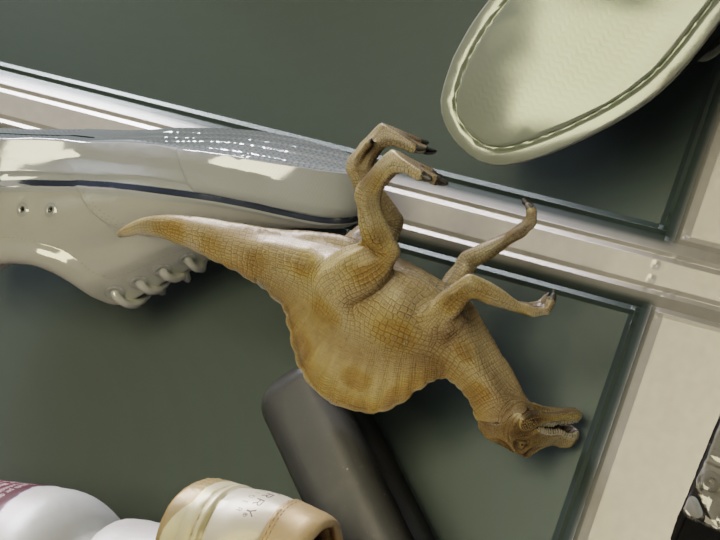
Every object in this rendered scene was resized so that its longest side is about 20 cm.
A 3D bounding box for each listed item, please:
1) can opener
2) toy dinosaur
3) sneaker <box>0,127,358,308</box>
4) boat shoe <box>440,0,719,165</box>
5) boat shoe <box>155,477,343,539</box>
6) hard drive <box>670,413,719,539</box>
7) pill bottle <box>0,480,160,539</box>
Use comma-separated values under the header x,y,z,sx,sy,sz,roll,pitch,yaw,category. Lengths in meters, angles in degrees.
x,y,z,sx,sy,sz,roll,pitch,yaw,category
0.004,0.133,0.864,0.067,0.053,0.201,-34,61,12,can opener
0.000,0.000,0.865,0.199,0.058,0.102,28,104,10,toy dinosaur
-0.085,-0.022,0.961,0.199,0.073,0.071,4,101,26,sneaker
0.118,-0.109,0.885,0.200,0.060,0.076,-37,75,8,boat shoe
-0.037,0.178,0.835,0.069,0.074,0.201,3,96,31,boat shoe
0.213,0.060,0.716,0.199,0.038,0.140,23,67,10,hard drive
-0.154,0.136,0.908,0.199,0.110,0.110,4,75,27,pill bottle
